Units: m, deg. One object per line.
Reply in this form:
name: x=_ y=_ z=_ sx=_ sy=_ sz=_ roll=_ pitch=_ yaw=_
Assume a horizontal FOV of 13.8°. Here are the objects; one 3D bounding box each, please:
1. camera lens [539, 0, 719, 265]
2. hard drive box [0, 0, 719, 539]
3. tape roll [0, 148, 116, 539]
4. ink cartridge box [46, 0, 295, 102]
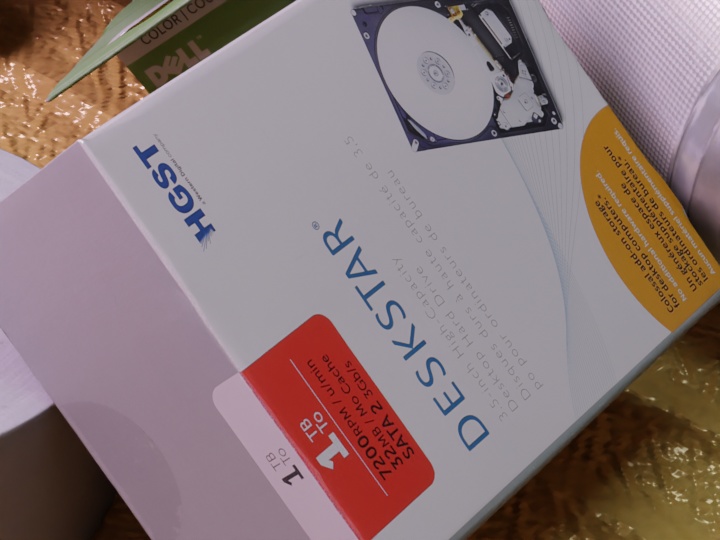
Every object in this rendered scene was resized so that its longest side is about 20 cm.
camera lens: x=0.137 y=-0.096 z=1.028 sx=0.160 sy=0.160 sz=0.200 roll=-15 pitch=49 yaw=-28
hard drive box: x=0.000 y=0.000 z=0.893 sx=0.156 sy=0.077 sz=0.200 roll=54 pitch=44 yaw=-3
tape roll: x=-0.171 y=0.029 z=0.911 sx=0.200 sy=0.066 sz=0.200 roll=2 pitch=33 yaw=-2
ink cartridge box: x=-0.026 y=-0.109 z=1.097 sx=0.104 sy=0.059 sz=0.200 roll=-29 pitch=16 yaw=32
